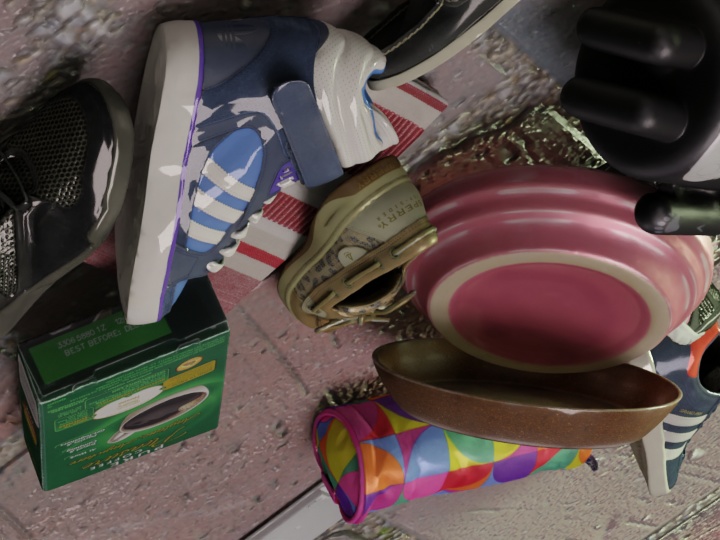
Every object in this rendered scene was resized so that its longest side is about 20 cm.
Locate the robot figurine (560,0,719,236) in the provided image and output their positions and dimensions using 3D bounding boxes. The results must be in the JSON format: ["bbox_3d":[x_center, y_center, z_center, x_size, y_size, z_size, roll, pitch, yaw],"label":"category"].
[{"bbox_3d":[0.205,-0.109,1.764,0.200,0.125,0.150,4,140,-47],"label":"robot figurine"}]

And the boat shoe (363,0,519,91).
[{"bbox_3d":[0.065,-0.174,1.628,0.068,0.072,0.200,42,118,-17],"label":"boat shoe"}]

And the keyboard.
[{"bbox_3d":[-0.088,0.214,2.129,0.200,0.011,0.056,-37,153,16],"label":"keyboard"}]

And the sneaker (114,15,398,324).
[{"bbox_3d":[-0.052,-0.050,1.646,0.146,0.081,0.200,2,126,-15],"label":"sneaker"}]

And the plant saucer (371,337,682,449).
[{"bbox_3d":[0.105,0.080,1.914,0.200,0.200,0.034,-2,103,-37],"label":"plant saucer"}]

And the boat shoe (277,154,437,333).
[{"bbox_3d":[0.000,0.000,1.789,0.073,0.063,0.200,-34,168,-18],"label":"boat shoe"}]

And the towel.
[{"bbox_3d":[-0.060,-0.058,1.730,0.200,0.023,0.144,-42,145,19],"label":"towel"}]

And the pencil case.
[{"bbox_3d":[0.067,0.115,2.032,0.200,0.088,0.088,-9,145,-26],"label":"pencil case"}]

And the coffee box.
[{"bbox_3d":[-0.143,0.070,1.786,0.123,0.044,0.200,-22,164,-11],"label":"coffee box"}]

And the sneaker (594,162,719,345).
[{"bbox_3d":[0.205,-0.020,1.943,0.086,0.080,0.200,-35,150,9],"label":"sneaker"}]

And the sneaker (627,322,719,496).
[{"bbox_3d":[0.230,0.093,2.132,0.085,0.075,0.200,-20,149,-5],"label":"sneaker"}]

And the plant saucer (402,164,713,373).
[{"bbox_3d":[0.119,0.007,1.857,0.200,0.051,0.201,4,150,2],"label":"plant saucer"}]

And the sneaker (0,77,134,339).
[{"bbox_3d":[-0.206,-0.027,1.605,0.114,0.076,0.199,-1,146,-48],"label":"sneaker"}]
